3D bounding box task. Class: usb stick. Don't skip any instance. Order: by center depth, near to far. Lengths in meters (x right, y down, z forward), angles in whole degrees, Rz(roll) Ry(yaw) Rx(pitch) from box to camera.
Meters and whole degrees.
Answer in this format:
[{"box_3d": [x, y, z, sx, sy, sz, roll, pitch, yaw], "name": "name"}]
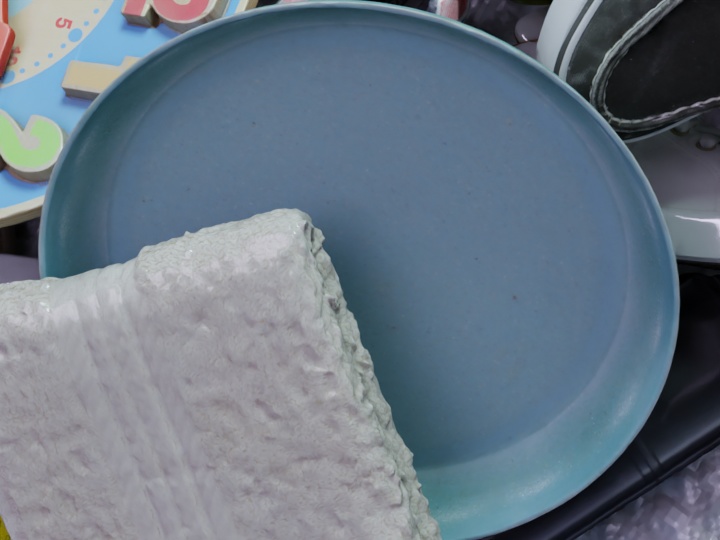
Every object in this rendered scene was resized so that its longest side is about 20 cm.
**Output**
[{"box_3d": [0.049, 0.072, 0.986, 0.200, 0.033, 0.055, -34, 76, 1], "name": "usb stick"}]

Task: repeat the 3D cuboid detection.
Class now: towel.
[{"box_3d": [-0.041, 0.083, 0.935, 0.132, 0.034, 0.200, -15, 107, 17], "name": "towel"}]

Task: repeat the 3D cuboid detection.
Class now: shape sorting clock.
[{"box_3d": [-0.124, -0.105, 0.982, 0.200, 0.039, 0.200, -6, 66, 13], "name": "shape sorting clock"}]

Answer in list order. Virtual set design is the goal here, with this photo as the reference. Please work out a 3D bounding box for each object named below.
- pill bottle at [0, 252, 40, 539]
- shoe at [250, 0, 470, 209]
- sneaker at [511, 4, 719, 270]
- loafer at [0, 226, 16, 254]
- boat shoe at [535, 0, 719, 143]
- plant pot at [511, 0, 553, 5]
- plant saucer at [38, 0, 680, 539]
[{"box_3d": [-0.133, 0.096, 1.063, 0.109, 0.109, 0.200, 4, 85, 28], "name": "pill bottle"}, {"box_3d": [-0.035, -0.031, 0.972, 0.071, 0.091, 0.200, 37, 100, -4], "name": "shoe"}, {"box_3d": [0.088, -0.047, 0.989, 0.200, 0.073, 0.085, 13, 91, 29], "name": "sneaker"}, {"box_3d": [-0.201, 0.046, 1.125, 0.076, 0.067, 0.200, 31, 93, 27], "name": "loafer"}, {"box_3d": [0.134, -0.095, 0.882, 0.200, 0.071, 0.064, -38, 35, 24], "name": "boat shoe"}, {"box_3d": [0.061, -0.198, 0.970, 0.200, 0.200, 0.193, -31, 79, 20], "name": "plant pot"}, {"box_3d": [0.000, 0.000, 0.924, 0.200, 0.027, 0.200, 5, 124, 7], "name": "plant saucer"}]
